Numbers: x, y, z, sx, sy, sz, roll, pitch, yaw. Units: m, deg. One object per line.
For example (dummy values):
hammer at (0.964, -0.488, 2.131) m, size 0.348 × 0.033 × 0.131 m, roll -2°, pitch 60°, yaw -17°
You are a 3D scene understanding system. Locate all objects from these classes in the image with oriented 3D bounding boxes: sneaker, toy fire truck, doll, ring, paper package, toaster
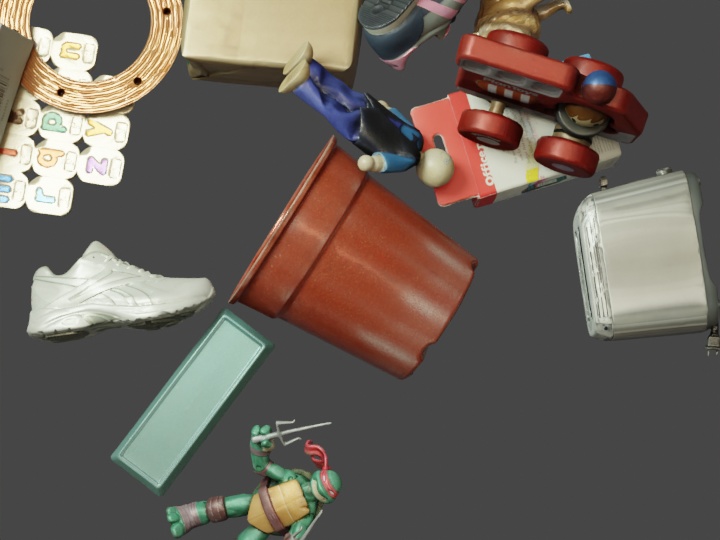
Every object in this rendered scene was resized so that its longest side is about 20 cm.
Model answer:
sneaker at (-0.252, 0.015, 1.735) m, size 0.199 × 0.078 × 0.100 m, roll -7°, pitch 79°, yaw -2°
sneaker at (0.085, -0.292, 1.746) m, size 0.200 × 0.082 × 0.070 m, roll -38°, pitch 46°, yaw -12°
toy fire truck at (0.187, -0.174, 1.643) m, size 0.200 × 0.168 × 0.112 m, roll 19°, pitch 85°, yaw 1°
doll at (0.010, -0.144, 1.675) m, size 0.200 × 0.137 × 0.048 m, roll 34°, pitch 121°, yaw -18°
ring at (-0.289, -0.265, 1.786) m, size 0.200 × 0.019 × 0.201 m, roll 0°, pitch 83°, yaw -1°
paper package at (-0.088, -0.301, 1.763) m, size 0.190 × 0.103 × 0.201 m, roll 5°, pitch 83°, yaw 1°
toaster at (0.294, -0.003, 1.721) m, size 0.129 × 0.114 × 0.200 m, roll -8°, pitch 85°, yaw 3°

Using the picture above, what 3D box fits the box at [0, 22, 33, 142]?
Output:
box at (-0.468, -0.207, 1.730) m, size 0.200 × 0.106 × 0.153 m, roll 19°, pitch 90°, yaw 9°

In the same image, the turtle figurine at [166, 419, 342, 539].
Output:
turtle figurine at (-0.090, 0.243, 1.693) m, size 0.200 × 0.101 × 0.150 m, roll -29°, pitch 68°, yaw 11°

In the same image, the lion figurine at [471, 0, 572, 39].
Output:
lion figurine at (0.150, -0.311, 1.790) m, size 0.122 × 0.072 × 0.200 m, roll -21°, pitch 69°, yaw 5°

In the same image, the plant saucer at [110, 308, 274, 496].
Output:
plant saucer at (-0.177, 0.137, 1.747) m, size 0.070 × 0.019 × 0.200 m, roll 36°, pitch 85°, yaw 5°

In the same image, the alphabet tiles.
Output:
alphabet tiles at (-0.343, -0.161, 1.788) m, size 0.195 × 0.015 × 0.200 m, roll 8°, pitch 83°, yaw 1°

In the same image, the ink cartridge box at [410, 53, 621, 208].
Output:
ink cartridge box at (0.161, -0.141, 1.759) m, size 0.200 × 0.067 × 0.116 m, roll -16°, pitch 82°, yaw -2°

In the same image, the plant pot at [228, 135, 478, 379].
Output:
plant pot at (0.000, 0.000, 1.688) m, size 0.195 × 0.201 × 0.201 m, roll 33°, pitch 83°, yaw -4°
